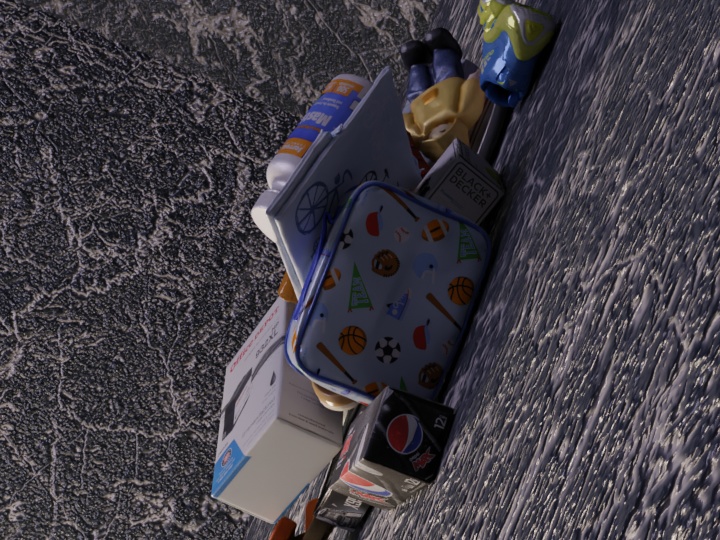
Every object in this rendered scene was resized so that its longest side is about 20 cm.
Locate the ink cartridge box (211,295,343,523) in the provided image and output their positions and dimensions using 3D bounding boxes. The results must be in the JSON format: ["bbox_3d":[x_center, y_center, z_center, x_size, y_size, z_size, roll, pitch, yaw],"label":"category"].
[{"bbox_3d":[-0.086,0.143,1.671,0.145,0.083,0.201,-52,23,34],"label":"ink cartridge box"}]

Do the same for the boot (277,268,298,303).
[{"bbox_3d":[-0.018,-0.043,1.587,0.201,0.070,0.145,-25,-37,-63],"label":"boot"}]

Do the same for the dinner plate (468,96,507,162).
[{"bbox_3d":[0.134,-0.143,1.759,0.200,0.024,0.202,-158,89,-87],"label":"dinner plate"}]

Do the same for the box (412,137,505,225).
[{"bbox_3d":[0.058,-0.030,1.551,0.201,0.060,0.117,-52,7,10],"label":"box"}]

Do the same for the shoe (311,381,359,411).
[{"bbox_3d":[-0.010,0.099,1.577,0.200,0.069,0.054,-90,-20,-70],"label":"shoe"}]

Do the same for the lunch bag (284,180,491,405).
[{"bbox_3d":[0.022,0.020,1.414,0.076,0.159,0.202,173,119,-80],"label":"lunch bag"}]

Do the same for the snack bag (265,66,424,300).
[{"bbox_3d":[-0.011,-0.073,1.462,0.201,0.021,0.189,-55,-28,-21],"label":"snack bag"}]

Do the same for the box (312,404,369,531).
[{"bbox_3d":[0.018,0.148,1.620,0.158,0.049,0.201,115,175,-51],"label":"box"}]

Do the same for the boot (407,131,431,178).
[{"bbox_3d":[0.046,-0.100,1.689,0.200,0.074,0.108,46,153,48],"label":"boot"}]

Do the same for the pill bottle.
[{"bbox_3d":[-0.041,-0.122,1.820,0.201,0.112,0.112,-55,-2,-22],"label":"pill bottle"}]

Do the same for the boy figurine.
[{"bbox_3d":[0.084,-0.183,1.758,0.123,0.065,0.201,-21,42,18],"label":"boy figurine"}]

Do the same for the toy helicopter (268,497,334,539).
[{"bbox_3d":[-0.033,0.270,1.696,0.201,0.078,0.133,-59,-11,-31],"label":"toy helicopter"}]

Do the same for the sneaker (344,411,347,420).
[{"bbox_3d":[-0.012,0.141,1.801,0.200,0.084,0.073,106,-172,-68],"label":"sneaker"}]

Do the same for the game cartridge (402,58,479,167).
[{"bbox_3d":[0.077,-0.152,1.845,0.133,0.040,0.202,-19,44,61],"label":"game cartridge"}]

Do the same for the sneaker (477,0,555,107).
[{"bbox_3d":[0.149,-0.232,1.639,0.200,0.075,0.106,-92,23,-79],"label":"sneaker"}]

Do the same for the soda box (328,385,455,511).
[{"bbox_3d":[0.024,0.161,1.371,0.200,0.063,0.071,120,170,-72],"label":"soda box"}]
